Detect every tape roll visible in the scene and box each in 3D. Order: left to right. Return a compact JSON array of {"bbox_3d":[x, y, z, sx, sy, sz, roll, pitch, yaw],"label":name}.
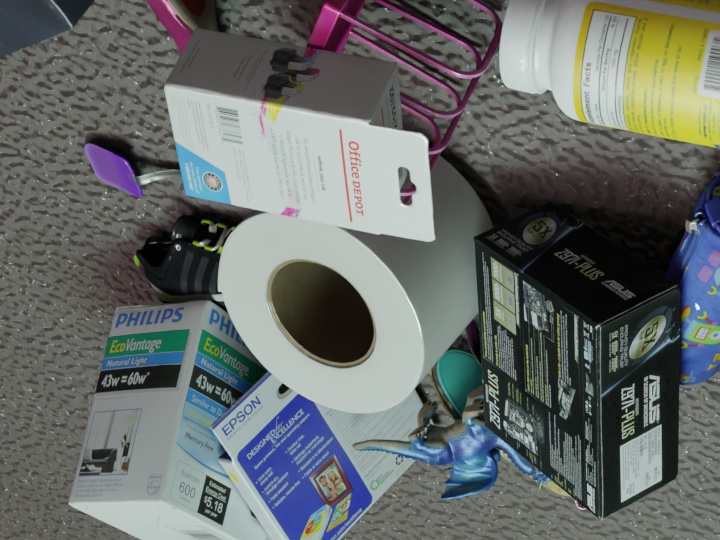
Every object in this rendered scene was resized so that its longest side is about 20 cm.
[{"bbox_3d":[0.000,0.000,1.615,0.202,0.139,0.203,21,133,24],"label":"tape roll"}]

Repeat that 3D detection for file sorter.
[{"bbox_3d":[0.025,-0.151,1.460,0.125,0.139,0.200,28,142,0],"label":"file sorter"}]

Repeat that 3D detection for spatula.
[{"bbox_3d":[-0.169,-0.085,1.748,0.199,0.021,0.057,8,142,24],"label":"spatula"}]

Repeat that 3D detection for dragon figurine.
[{"bbox_3d":[0.092,0.167,1.718,0.199,0.059,0.100,-21,109,16],"label":"dragon figurine"}]

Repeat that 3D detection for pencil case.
[{"bbox_3d":[0.278,0.008,1.516,0.086,0.078,0.200,3,142,-12],"label":"pencil case"}]

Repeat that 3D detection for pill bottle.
[{"bbox_3d":[0.206,-0.154,1.360,0.199,0.113,0.113,14,139,21],"label":"pill bottle"}]

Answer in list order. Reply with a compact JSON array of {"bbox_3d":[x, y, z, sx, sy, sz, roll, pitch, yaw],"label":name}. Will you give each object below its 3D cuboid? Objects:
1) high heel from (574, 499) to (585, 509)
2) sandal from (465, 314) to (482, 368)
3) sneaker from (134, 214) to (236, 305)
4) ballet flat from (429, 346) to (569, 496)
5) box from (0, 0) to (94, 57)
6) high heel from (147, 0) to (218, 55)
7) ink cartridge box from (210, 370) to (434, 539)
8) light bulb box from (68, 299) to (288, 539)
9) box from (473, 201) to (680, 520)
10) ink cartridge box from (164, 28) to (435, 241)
[{"bbox_3d":[0.219,0.121,1.665,0.067,0.096,0.200,22,141,10],"label":"high heel"},{"bbox_3d":[0.122,0.062,1.694,0.075,0.048,0.201,-17,120,39],"label":"sandal"},{"bbox_3d":[-0.141,-0.014,1.769,0.199,0.072,0.083,-17,121,43],"label":"sneaker"},{"bbox_3d":[0.138,0.145,1.775,0.200,0.071,0.071,35,142,-5],"label":"ballet flat"},{"bbox_3d":[-0.273,-0.262,1.481,0.199,0.197,0.118,-14,125,41],"label":"box"},{"bbox_3d":[-0.154,-0.193,1.560,0.096,0.068,0.200,-11,140,28],"label":"high heel"},{"bbox_3d":[-0.037,0.145,1.776,0.047,0.198,0.200,17,144,51],"label":"ink cartridge box"},{"bbox_3d":[-0.150,0.158,1.815,0.124,0.201,0.198,-6,153,36],"label":"light bulb box"},{"bbox_3d":[0.177,0.073,1.568,0.164,0.086,0.201,37,142,46],"label":"box"},{"bbox_3d":[-0.033,-0.098,1.388,0.199,0.068,0.115,12,141,16],"label":"ink cartridge box"}]
